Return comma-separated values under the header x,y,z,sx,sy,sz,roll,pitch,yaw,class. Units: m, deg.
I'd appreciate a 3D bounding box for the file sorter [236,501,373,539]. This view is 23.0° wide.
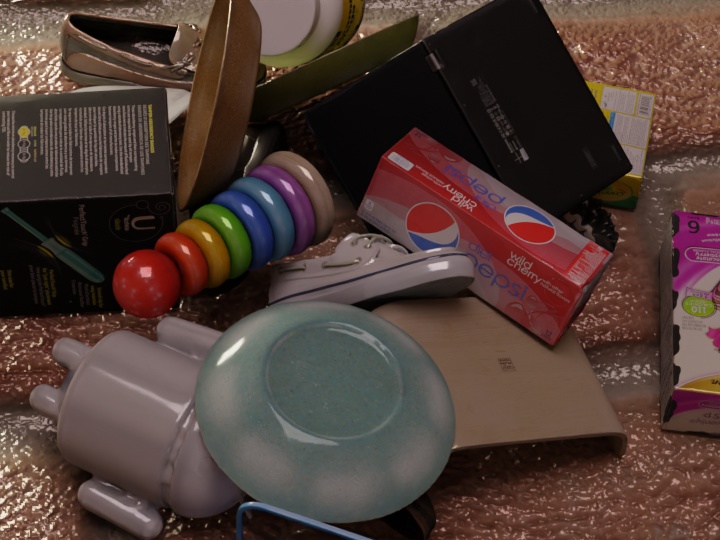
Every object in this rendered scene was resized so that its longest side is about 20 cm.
x,y,z,sx,sy,sz,roll,pitch,yaw,class
-0.063,0.283,1.230,0.138,0.123,0.201,17,51,11,file sorter

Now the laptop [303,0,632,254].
x,y,z,sx,sy,sz,roll,pitch,yaw,class
0.094,-0.112,1.526,0.200,0.116,0.188,-32,94,-27,laptop

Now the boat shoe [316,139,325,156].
x,y,z,sx,sy,sz,roll,pitch,yaw,class
0.025,-0.153,1.643,0.066,0.075,0.199,-1,34,35,boat shoe

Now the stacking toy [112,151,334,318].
x,y,z,sx,sy,sz,roll,pitch,yaw,class
-0.115,-0.020,1.428,0.085,0.086,0.200,37,50,25,stacking toy

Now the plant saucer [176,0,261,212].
x,y,z,sx,sy,sz,roll,pitch,yaw,class
-0.116,-0.144,1.479,0.035,0.201,0.201,11,48,-13,plant saucer

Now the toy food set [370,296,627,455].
x,y,z,sx,sy,sz,roll,pitch,yaw,class
0.106,0.095,1.423,0.199,0.061,0.144,-3,51,-28,toy food set

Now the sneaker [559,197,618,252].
x,y,z,sx,sy,sz,roll,pitch,yaw,class
0.137,-0.067,1.580,0.200,0.091,0.067,37,32,-4,sneaker

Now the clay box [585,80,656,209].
x,y,z,sx,sy,sz,roll,pitch,yaw,class
0.168,-0.129,1.644,0.199,0.048,0.115,11,50,7,clay box

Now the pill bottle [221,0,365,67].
x,y,z,sx,sy,sz,roll,pitch,yaw,class
-0.064,-0.246,1.627,0.112,0.113,0.200,13,13,7,pill bottle

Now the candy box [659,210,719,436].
x,y,z,sx,sy,sz,roll,pitch,yaw,class
0.325,0.046,1.495,0.136,0.061,0.201,6,50,1,candy box

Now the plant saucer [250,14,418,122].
x,y,z,sx,sy,sz,roll,pitch,yaw,class
-0.032,-0.179,1.612,0.199,0.200,0.031,-28,97,-24,plant saucer

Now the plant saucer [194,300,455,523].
x,y,z,sx,sy,sz,roll,pitch,yaw,class
-0.022,0.092,1.315,0.200,0.039,0.202,7,51,-8,plant saucer

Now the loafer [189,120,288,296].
x,y,z,sx,sy,sz,roll,pitch,yaw,class
-0.122,-0.055,1.557,0.071,0.073,0.200,6,43,16,loafer

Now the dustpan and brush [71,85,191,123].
x,y,z,sx,sy,sz,roll,pitch,yaw,class
-0.252,-0.134,1.610,0.199,0.058,0.140,8,19,9,dustpan and brush

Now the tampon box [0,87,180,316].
x,y,z,sx,sy,sz,roll,pitch,yaw,class
-0.255,-0.056,1.488,0.199,0.150,0.127,-3,50,-6,tampon box

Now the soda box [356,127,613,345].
x,y,z,sx,sy,sz,roll,pitch,yaw,class
0.100,-0.029,1.446,0.200,0.070,0.063,34,40,12,soda box

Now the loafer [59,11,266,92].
x,y,z,sx,sy,sz,roll,pitch,yaw,class
-0.188,-0.207,1.678,0.199,0.063,0.072,4,49,0,loafer

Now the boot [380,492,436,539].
x,y,z,sx,sy,sz,roll,pitch,yaw,class
0.024,0.123,1.403,0.097,0.075,0.200,-27,54,-20,boot

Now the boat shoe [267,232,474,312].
x,y,z,sx,sy,sz,roll,pitch,yaw,class
0.000,0.000,1.445,0.199,0.073,0.067,-15,75,30,boat shoe

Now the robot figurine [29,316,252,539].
x,y,z,sx,sy,sz,roll,pitch,yaw,class
-0.154,0.119,1.369,0.199,0.113,0.170,23,86,16,robot figurine
